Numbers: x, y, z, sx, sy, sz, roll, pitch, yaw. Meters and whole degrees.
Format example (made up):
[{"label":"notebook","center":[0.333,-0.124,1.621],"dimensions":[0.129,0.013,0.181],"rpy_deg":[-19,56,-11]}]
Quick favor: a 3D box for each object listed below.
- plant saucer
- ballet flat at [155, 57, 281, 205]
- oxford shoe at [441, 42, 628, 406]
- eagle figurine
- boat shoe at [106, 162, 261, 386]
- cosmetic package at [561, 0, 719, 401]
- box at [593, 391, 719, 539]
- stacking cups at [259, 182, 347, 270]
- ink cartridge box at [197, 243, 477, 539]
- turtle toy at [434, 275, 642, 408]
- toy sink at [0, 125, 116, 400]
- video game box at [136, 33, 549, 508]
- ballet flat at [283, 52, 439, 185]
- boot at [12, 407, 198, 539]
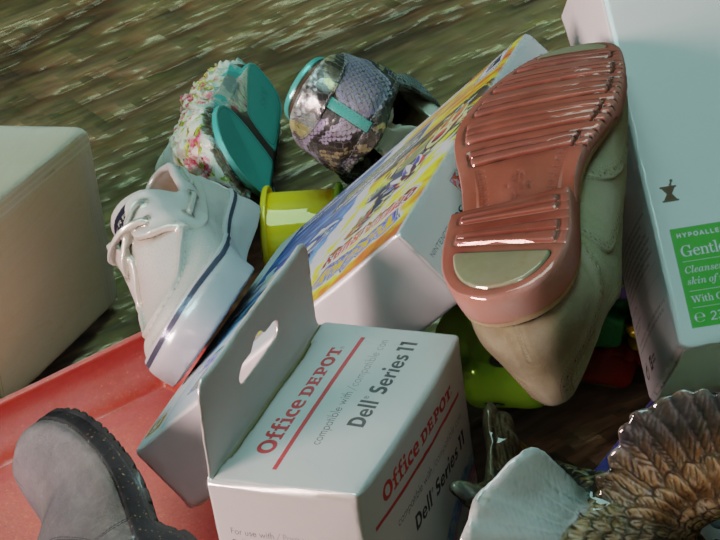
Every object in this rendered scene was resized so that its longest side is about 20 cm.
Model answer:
[{"label":"plant saucer","center":[-0.121,0.113,1.220],"dimensions":[0.199,0.037,0.199],"rpy_deg":[-27,35,-25]},{"label":"ballet flat","center":[-0.083,-0.065,1.467],"dimensions":[0.064,0.076,0.200],"rpy_deg":[-31,12,12]},{"label":"oxford shoe","center":[0.079,-0.024,1.084],"dimensions":[0.070,0.074,0.200],"rpy_deg":[-8,35,25]},{"label":"eagle figurine","center":[0.139,0.106,1.035],"dimensions":[0.199,0.152,0.151],"rpy_deg":[5,50,20]},{"label":"boat shoe","center":[-0.095,-0.007,1.282],"dimensions":[0.070,0.071,0.200],"rpy_deg":[33,20,-9]},{"label":"cosmetic package","center":[0.166,-0.052,1.174],"dimensions":[0.107,0.085,0.201],"rpy_deg":[-10,72,-7]},{"label":"box","center":[0.214,0.098,1.141],"dimensions":[0.199,0.049,0.117],"rpy_deg":[12,37,30]},{"label":"stacking cups","center":[0.047,-0.024,1.375],"dimensions":[0.199,0.061,0.061],"rpy_deg":[-5,31,8]},{"label":"ink cartridge box","center":[-0.001,0.102,1.044],"dimensions":[0.067,0.201,0.117],"rpy_deg":[5,34,23]},{"label":"turtle toy","center":[0.120,0.002,1.256],"dimensions":[0.199,0.146,0.101],"rpy_deg":[-21,54,-18]},{"label":"toy sink","center":[-0.232,0.012,1.334],"dimensions":[0.130,0.113,0.200],"rpy_deg":[2,25,22]},{"label":"video game box","center":[0.000,0.000,1.184],"dimensions":[0.200,0.047,0.182],"rpy_deg":[-40,13,38]},{"label":"ballet flat","center":[0.016,-0.072,1.415],"dimensions":[0.072,0.072,0.200],"rpy_deg":[0,-3,16]},{"label":"boot","center":[-0.142,0.136,1.093],"dimensions":[0.131,0.070,0.200],"rpy_deg":[-26,31,-18]}]
